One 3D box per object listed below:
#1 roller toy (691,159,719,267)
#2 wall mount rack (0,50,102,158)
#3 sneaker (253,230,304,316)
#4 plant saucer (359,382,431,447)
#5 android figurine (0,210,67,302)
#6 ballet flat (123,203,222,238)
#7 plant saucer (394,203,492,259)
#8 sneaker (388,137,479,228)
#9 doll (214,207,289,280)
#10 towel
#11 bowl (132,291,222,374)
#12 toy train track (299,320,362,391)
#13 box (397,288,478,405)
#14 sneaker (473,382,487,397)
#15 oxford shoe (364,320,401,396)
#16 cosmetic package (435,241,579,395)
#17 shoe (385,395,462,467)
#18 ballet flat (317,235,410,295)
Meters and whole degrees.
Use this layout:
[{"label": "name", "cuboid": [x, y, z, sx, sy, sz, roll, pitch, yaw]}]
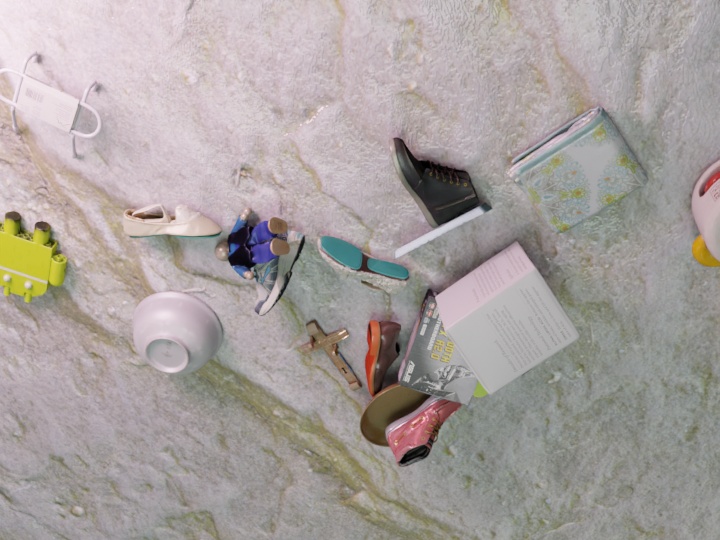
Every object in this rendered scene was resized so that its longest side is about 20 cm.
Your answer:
[{"label": "roller toy", "cuboid": [0.673, -0.100, 1.449, 0.196, 0.141, 0.185, -5, 123, 11]}, {"label": "wall mount rack", "cuboid": [-0.555, -0.285, 1.507, 0.198, 0.075, 0.175, 25, 120, -10]}, {"label": "sneaker", "cuboid": [-0.178, -0.004, 1.662, 0.085, 0.078, 0.202, 27, 117, 2]}, {"label": "plant saucer", "cuboid": [0.089, 0.303, 1.825, 0.197, 0.036, 0.203, -10, 131, -11]}, {"label": "android figurine", "cuboid": [-0.690, -0.021, 1.718, 0.179, 0.041, 0.202, 20, 122, -8]}, {"label": "ballet flat", "cuboid": [-0.364, -0.096, 1.618, 0.196, 0.070, 0.070, -1, 125, 7]}, {"label": "plant saucer", "cuboid": [0.152, -0.075, 1.574, 0.198, 0.070, 0.019, -26, 91, 22]}, {"label": "sneaker", "cuboid": [0.131, -0.176, 1.506, 0.105, 0.075, 0.201, -26, 127, 17]}, {"label": "doll", "cuboid": [-0.212, -0.052, 1.603, 0.048, 0.139, 0.198, 0, 170, -42]}, {"label": "towel", "cuboid": [0.382, -0.172, 1.491, 0.198, 0.049, 0.171, -31, 119, 24]}, {"label": "bowl", "cuboid": [-0.396, 0.151, 1.772, 0.197, 0.091, 0.204, 3, 125, 4]}, {"label": "toy train track", "cuboid": [-0.056, 0.190, 1.794, 0.113, 0.033, 0.201, -23, 120, 21]}, {"label": "box", "cuboid": [0.178, 0.157, 1.701, 0.156, 0.048, 0.203, 18, 107, -5]}, {"label": "sneaker", "cuboid": [0.279, 0.200, 1.728, 0.077, 0.091, 0.201, 21, 125, -11]}, {"label": "oxford shoe", "cuboid": [0.049, 0.189, 1.762, 0.071, 0.072, 0.202, -3, 132, -9]}, {"label": "cosmetic package", "cuboid": [0.268, 0.086, 1.568, 0.199, 0.165, 0.166, -35, 106, 11]}, {"label": "shoe", "cuboid": [0.148, 0.335, 1.786, 0.199, 0.092, 0.072, -33, 132, 10]}, {"label": "ballet flat", "cuboid": [0.000, 0.000, 1.636, 0.197, 0.072, 0.072, 23, 124, -7]}]
